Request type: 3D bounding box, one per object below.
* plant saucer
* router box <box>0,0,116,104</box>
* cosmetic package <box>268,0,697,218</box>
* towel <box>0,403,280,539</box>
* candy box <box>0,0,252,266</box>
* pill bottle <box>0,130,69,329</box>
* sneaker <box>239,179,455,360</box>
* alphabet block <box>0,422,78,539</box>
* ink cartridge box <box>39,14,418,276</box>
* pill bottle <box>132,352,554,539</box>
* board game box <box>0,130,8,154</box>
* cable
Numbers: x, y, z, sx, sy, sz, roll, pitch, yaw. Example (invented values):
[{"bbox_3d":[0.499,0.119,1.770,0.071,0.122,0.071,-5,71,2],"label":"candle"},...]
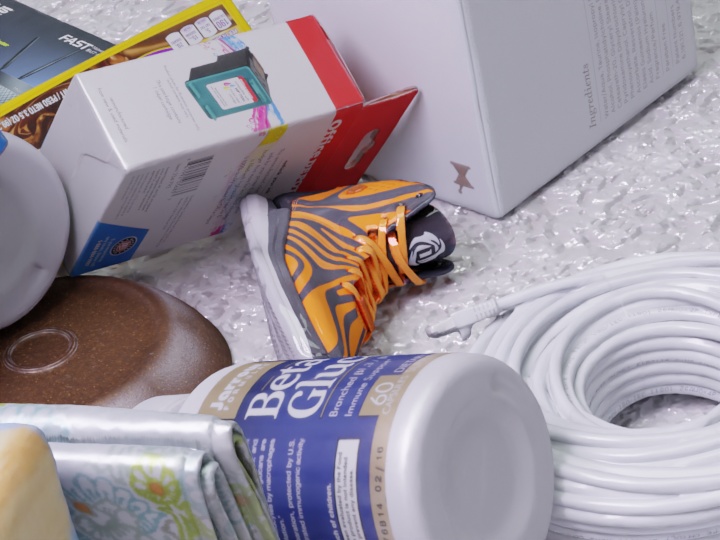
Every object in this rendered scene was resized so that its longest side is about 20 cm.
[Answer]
[{"bbox_3d":[-0.170,0.056,1.311,0.200,0.037,0.201,-8,31,5],"label":"plant saucer"},{"bbox_3d":[-0.242,-0.105,1.561,0.150,0.062,0.200,-30,36,-29],"label":"router box"},{"bbox_3d":[0.074,-0.164,1.455,0.167,0.167,0.200,20,45,40],"label":"cosmetic package"},{"bbox_3d":[-0.126,0.124,1.061,0.199,0.172,0.048,1,44,19],"label":"towel"},{"bbox_3d":[-0.135,-0.089,1.480,0.200,0.102,0.026,-32,-6,-28],"label":"candy box"},{"bbox_3d":[-0.262,-0.040,1.360,0.113,0.114,0.200,-31,32,-29],"label":"pill bottle"},{"bbox_3d":[0.000,0.000,1.303,0.112,0.078,0.200,-14,32,-2],"label":"sneaker"},{"bbox_3d":[-0.217,0.197,0.952,0.195,0.197,0.200,-4,32,14],"label":"alphabet block"},{"bbox_3d":[-0.078,-0.075,1.371,0.199,0.116,0.067,-18,68,-33],"label":"ink cartridge box"},{"bbox_3d":[-0.020,0.096,1.110,0.199,0.111,0.111,-5,29,39],"label":"pill bottle"},{"bbox_3d":[-0.306,-0.026,1.250,0.196,0.056,0.200,22,71,49],"label":"board game box"},{"bbox_3d":[0.147,0.066,1.162,0.199,0.069,0.200,-20,34,-13],"label":"cable"}]
